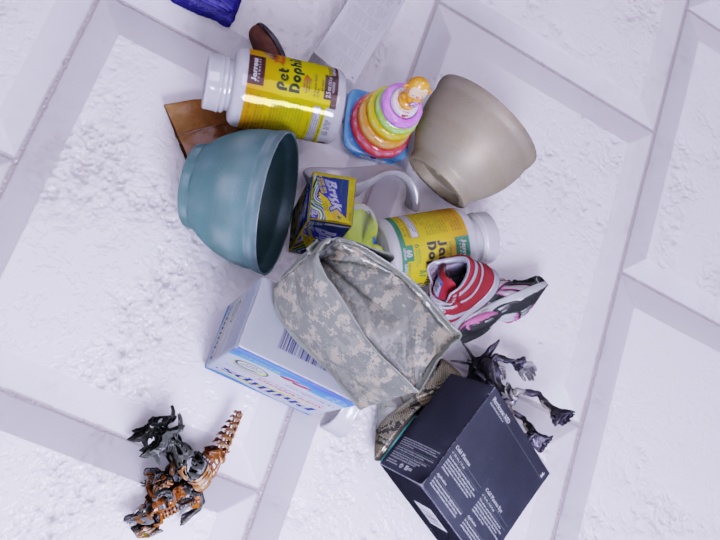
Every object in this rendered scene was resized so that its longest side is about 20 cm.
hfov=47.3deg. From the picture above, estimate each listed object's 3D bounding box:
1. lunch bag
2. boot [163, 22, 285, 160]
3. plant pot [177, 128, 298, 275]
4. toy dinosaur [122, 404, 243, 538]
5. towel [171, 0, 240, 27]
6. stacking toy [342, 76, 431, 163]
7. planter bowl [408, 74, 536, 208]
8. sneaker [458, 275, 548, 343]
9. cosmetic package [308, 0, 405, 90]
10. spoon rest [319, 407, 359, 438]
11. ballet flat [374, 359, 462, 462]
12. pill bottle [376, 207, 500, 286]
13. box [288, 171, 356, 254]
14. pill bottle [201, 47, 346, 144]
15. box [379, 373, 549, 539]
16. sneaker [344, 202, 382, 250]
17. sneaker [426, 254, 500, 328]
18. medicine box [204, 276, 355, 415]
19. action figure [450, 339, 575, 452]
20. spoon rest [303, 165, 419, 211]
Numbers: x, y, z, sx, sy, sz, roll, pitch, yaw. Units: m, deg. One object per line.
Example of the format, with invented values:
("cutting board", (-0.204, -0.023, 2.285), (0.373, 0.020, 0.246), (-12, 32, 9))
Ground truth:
("lunch bag", (-0.006, 0.052, 0.984), (0.200, 0.164, 0.118), (46, 61, -6))
("boot", (-0.201, -0.265, 1.248), (0.196, 0.068, 0.192), (-18, 95, -16))
("plant pot", (-0.177, -0.108, 1.161), (0.131, 0.201, 0.205), (12, 75, 7))
("toy dinosaur", (-0.246, 0.265, 1.124), (0.137, 0.101, 0.201), (56, 48, -20))
("towel", (-0.262, -0.477, 1.255), (0.197, 0.049, 0.151), (22, 74, -16))
("stacking toy", (0.057, -0.246, 1.257), (0.114, 0.199, 0.113), (10, 77, -19))
("planter bowl", (0.160, -0.188, 1.302), (0.200, 0.200, 0.135), (43, 85, -9))
("sneaker", (0.219, 0.038, 1.340), (0.197, 0.081, 0.087), (-18, 61, -34))
("cosmetic package", (-0.002, -0.395, 1.341), (0.082, 0.051, 0.202), (34, 71, -10))
("spoon rest", (0.002, 0.152, 1.242), (0.098, 0.060, 0.203), (27, 73, -15))
("ballet flat", (0.074, 0.206, 1.265), (0.199, 0.068, 0.075), (-37, 74, -26))
("pill bottle", (0.115, -0.037, 1.290), (0.196, 0.112, 0.116), (-10, 84, -23))
("box", (-0.058, -0.075, 1.179), (0.063, 0.200, 0.072), (7, 77, -11))
("pill bottle", (-0.125, -0.252, 1.178), (0.195, 0.109, 0.112), (8, 78, -15))
("box", (0.159, 0.295, 1.223), (0.182, 0.103, 0.202), (-46, 119, -22))
("sneaker", (0.000, 0.000, 1.250), (0.074, 0.105, 0.205), (-2, 95, -10))
("sneaker", (0.115, 0.058, 1.243), (0.201, 0.071, 0.112), (-49, 143, 10))
("medicine box", (-0.099, 0.112, 1.133), (0.180, 0.200, 0.105), (27, 68, -14))
("action figure", (0.234, 0.194, 1.304), (0.199, 0.102, 0.120), (41, 98, 30))
("spoon rest", (0.005, -0.137, 1.276), (0.196, 0.099, 0.062), (7, 108, -28))
